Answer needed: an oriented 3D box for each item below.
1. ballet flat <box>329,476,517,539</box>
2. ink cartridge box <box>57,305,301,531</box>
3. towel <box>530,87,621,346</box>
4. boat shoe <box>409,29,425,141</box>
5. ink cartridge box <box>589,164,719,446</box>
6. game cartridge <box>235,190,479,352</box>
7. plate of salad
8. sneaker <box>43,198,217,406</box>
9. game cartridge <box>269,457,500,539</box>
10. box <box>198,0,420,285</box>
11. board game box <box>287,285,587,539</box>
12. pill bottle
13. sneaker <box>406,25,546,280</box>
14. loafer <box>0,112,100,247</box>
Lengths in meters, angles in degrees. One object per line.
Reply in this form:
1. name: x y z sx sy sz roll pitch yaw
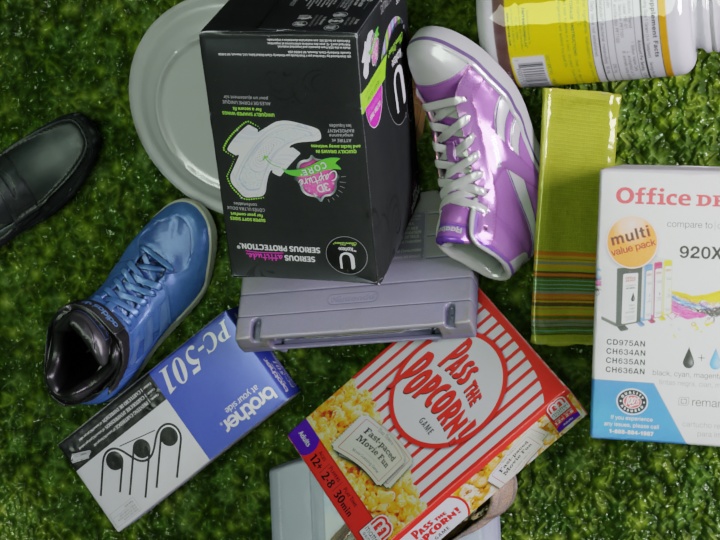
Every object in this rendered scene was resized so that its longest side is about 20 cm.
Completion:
1. ballet flat: 0.035 0.211 1.350 0.199 0.067 0.068 -38 83 14
2. ink cartridge box: -0.157 0.127 1.445 0.199 0.044 0.094 -39 85 14
3. towel: 0.171 -0.041 1.325 0.018 0.085 0.203 7 96 48
4. boat shoe: -0.005 -0.193 1.375 0.069 0.071 0.202 -14 96 35
5. ink cartridge box: 0.256 0.022 1.272 0.145 0.145 0.203 3 94 16
6. game cartridge: 0.000 0.000 1.368 0.197 0.039 0.131 -4 55 16
7. plate of salad: -0.098 -0.138 1.400 0.198 0.048 0.202 7 119 13
8. sneaker: -0.197 0.030 1.415 0.076 0.111 0.201 38 102 10
9. game cartridge: 0.019 0.214 1.408 0.197 0.040 0.135 -2 89 15
10. box: -0.032 -0.112 1.277 0.123 0.149 0.202 4 119 15
11. board game box: 0.057 0.122 1.324 0.200 0.046 0.152 -41 46 0
12. pill bottle: 0.194 -0.202 1.293 0.197 0.109 0.111 -3 93 15
13. sneaker: 0.082 -0.082 1.289 0.072 0.115 0.201 -8 124 48
14. loafer: -0.309 -0.063 1.461 0.200 0.070 0.068 -38 84 14
